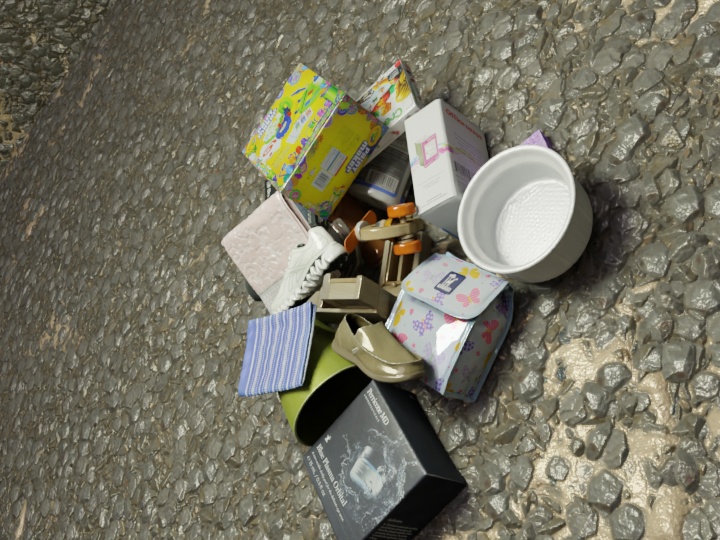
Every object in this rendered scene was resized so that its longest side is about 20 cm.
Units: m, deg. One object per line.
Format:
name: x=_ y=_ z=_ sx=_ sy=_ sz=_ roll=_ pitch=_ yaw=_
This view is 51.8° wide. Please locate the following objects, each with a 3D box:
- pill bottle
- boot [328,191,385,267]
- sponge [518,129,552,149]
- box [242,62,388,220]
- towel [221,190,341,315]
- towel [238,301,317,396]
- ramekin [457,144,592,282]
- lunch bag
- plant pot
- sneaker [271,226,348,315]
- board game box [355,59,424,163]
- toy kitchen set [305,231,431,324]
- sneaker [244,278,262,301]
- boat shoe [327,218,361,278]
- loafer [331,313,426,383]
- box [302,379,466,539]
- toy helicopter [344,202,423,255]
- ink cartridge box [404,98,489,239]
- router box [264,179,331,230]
pill bottle: x=0.061 y=-0.224 z=1.422 sx=0.113 sy=0.113 sz=0.203 roll=17 pitch=84 yaw=46
boot: x=-0.028 y=-0.103 z=1.424 sx=0.076 sy=0.154 sz=0.202 roll=-38 pitch=49 yaw=24
sponge: x=0.288 y=-0.123 z=1.216 sx=0.111 sy=0.030 sz=0.203 roll=-35 pitch=51 yaw=28
box: x=-0.087 y=-0.236 z=1.346 sx=0.201 sy=0.121 sz=0.193 roll=-54 pitch=41 yaw=9
towel: x=-0.154 y=-0.024 z=1.385 sx=0.199 sy=0.032 sz=0.192 roll=-32 pitch=93 yaw=39
towel: x=-0.148 y=0.138 z=1.274 sx=0.199 sy=0.024 sz=0.147 roll=-19 pitch=56 yaw=49
ramekin: x=0.256 y=-0.079 z=1.135 sx=0.198 sy=0.097 sz=0.204 roll=-18 pitch=61 yaw=36
lunch bag: x=0.139 y=0.081 z=1.199 sx=0.169 sy=0.126 sz=0.203 roll=29 pitch=93 yaw=43
plant pot: x=-0.084 y=0.172 z=1.318 sx=0.188 sy=0.186 sz=0.200 roll=-53 pitch=51 yaw=13
sneaker: x=-0.102 y=0.004 z=1.310 sx=0.081 sy=0.075 sz=0.200 roll=50 pitch=122 yaw=11
board game box: x=0.025 y=-0.277 z=1.372 sx=0.199 sy=0.034 sz=0.128 roll=-38 pitch=48 yaw=28
toy kitchen set: x=0.000 y=0.000 z=1.306 sx=0.161 sy=0.199 sz=0.184 roll=-2 pitch=70 yaw=35
sneaker: x=-0.202 y=-0.022 z=1.548 sx=0.105 sy=0.075 sz=0.204 roll=0 pitch=107 yaw=29
boat shoe: x=-0.048 y=-0.011 z=1.386 sx=0.073 sy=0.202 sz=0.075 roll=-30 pitch=58 yaw=-24
loafer: x=0.023 y=0.121 z=1.168 sx=0.198 sy=0.075 sz=0.069 roll=18 pitch=112 yaw=45
box: x=0.033 y=0.325 z=1.205 sx=0.201 sy=0.117 sz=0.198 roll=-49 pitch=46 yaw=15
toy helicopter: x=0.048 y=-0.073 z=1.290 sx=0.130 sy=0.200 sz=0.080 roll=-9 pitch=98 yaw=15
ink cartridge box: x=0.159 y=-0.171 z=1.279 sx=0.084 sy=0.143 sz=0.203 roll=-25 pitch=56 yaw=35
router box: x=-0.137 y=-0.139 z=1.614 sx=0.149 sy=0.062 sz=0.203 roll=-27 pitch=55 yaw=32
